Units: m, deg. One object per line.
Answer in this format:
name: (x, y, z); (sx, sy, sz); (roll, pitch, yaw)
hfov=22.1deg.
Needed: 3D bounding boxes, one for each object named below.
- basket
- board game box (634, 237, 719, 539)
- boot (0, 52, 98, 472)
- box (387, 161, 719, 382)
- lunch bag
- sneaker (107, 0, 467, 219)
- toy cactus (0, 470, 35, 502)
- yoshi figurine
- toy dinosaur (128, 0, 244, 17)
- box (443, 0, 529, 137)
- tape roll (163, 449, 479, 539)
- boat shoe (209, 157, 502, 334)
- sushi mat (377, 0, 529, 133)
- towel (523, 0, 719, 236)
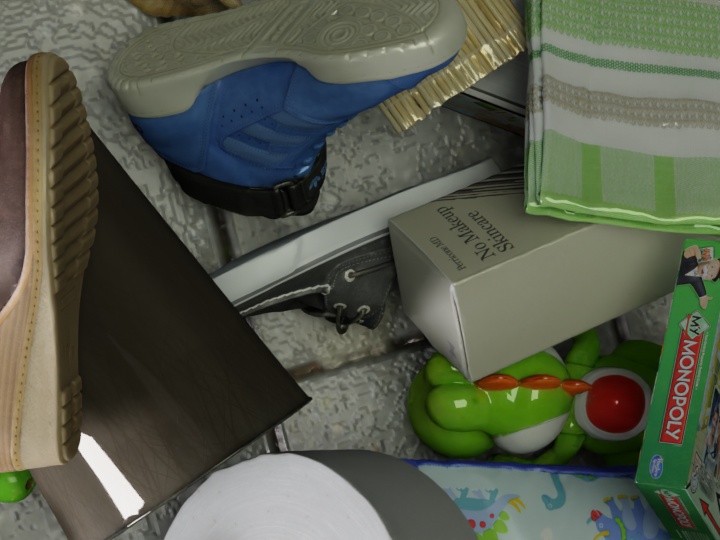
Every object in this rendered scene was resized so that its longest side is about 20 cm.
basket: (-0.140, 0.025, 0.944); (0.136, 0.180, 0.200); (-34, 89, -32)
board game box: (0.195, 0.088, 0.993); (0.029, 0.200, 0.135); (5, 67, 26)
boot: (-0.210, -0.004, 0.851); (0.166, 0.072, 0.201); (5, 98, 9)
box: (0.122, -0.021, 0.998); (0.199, 0.082, 0.069); (-23, 127, -17)
lunch bag: (0.088, 0.204, 1.016); (0.169, 0.127, 0.201); (4, 98, -17)
sneaker: (-0.025, -0.086, 0.974); (0.077, 0.199, 0.111); (-78, 149, -43)
toy cactus: (-0.263, 0.151, 0.941); (0.165, 0.102, 0.200); (43, 86, -1)
yoshi figurine: (0.109, 0.076, 1.058); (0.199, 0.113, 0.112); (10, 126, -30)
toy dinosaur: (-0.109, -0.180, 0.989); (0.200, 0.101, 0.058); (49, 46, -13)
box: (0.090, -0.144, 1.060); (0.199, 0.060, 0.117); (20, 84, -15)
tape roll: (-0.022, 0.193, 0.945); (0.066, 0.200, 0.201); (4, 87, -48)
boat shoe: (0.000, 0.000, 1.031); (0.199, 0.070, 0.066); (-23, 93, -23)
sushi mat: (0.003, -0.180, 1.000); (0.096, 0.012, 0.200); (-35, 88, -5)
towel: (0.160, -0.111, 0.977); (0.149, 0.031, 0.201); (6, 60, -4)
